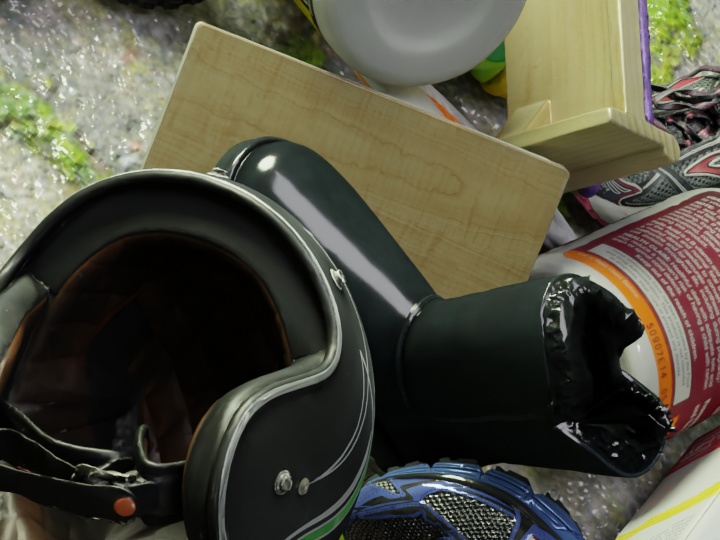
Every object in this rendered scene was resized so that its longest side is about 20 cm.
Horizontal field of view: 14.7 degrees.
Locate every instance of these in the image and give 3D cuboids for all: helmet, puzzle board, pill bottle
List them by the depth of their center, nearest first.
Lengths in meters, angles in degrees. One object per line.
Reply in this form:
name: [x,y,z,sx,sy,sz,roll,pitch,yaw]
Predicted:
helmet: [-0.084,0.063,1.206,0.200,0.200,0.191,41,41,-8]
puzzle board: [-0.015,-0.015,1.349,0.199,0.017,0.152,21,97,-14]
pill bottle: [-0.001,-0.183,1.398,0.112,0.113,0.200,12,24,-30]
pill bottle: [0.166,0.023,1.469,0.199,0.114,0.115,-22,77,-42]

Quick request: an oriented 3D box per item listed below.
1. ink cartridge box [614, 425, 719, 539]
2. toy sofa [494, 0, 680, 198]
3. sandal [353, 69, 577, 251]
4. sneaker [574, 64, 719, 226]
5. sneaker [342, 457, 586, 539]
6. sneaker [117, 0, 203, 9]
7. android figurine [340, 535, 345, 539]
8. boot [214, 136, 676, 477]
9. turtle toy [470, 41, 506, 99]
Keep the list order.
ink cartridge box: [0.197,0.173,1.396,0.146,0.083,0.200,55,38,-5]
toy sofa: [0.116,-0.143,1.423,0.097,0.082,0.202,21,61,-49]
sandal: [0.048,-0.041,1.442,0.206,0.059,0.079,37,15,-50]
sneaker: [0.185,-0.082,1.573,0.199,0.075,0.081,-17,74,-40]
sneaker: [0.077,0.151,1.264,0.199,0.076,0.079,23,49,15]
sneaker: [-0.153,-0.186,1.401,0.199,0.074,0.080,7,50,-40]
android figurine: [0.037,0.191,1.324,0.199,0.041,0.183,-20,77,-44]
boot: [0.040,0.013,1.267,0.076,0.168,0.201,-47,113,-35]
turtle toy: [0.061,-0.196,1.533,0.145,0.101,0.201,22,53,-24]
